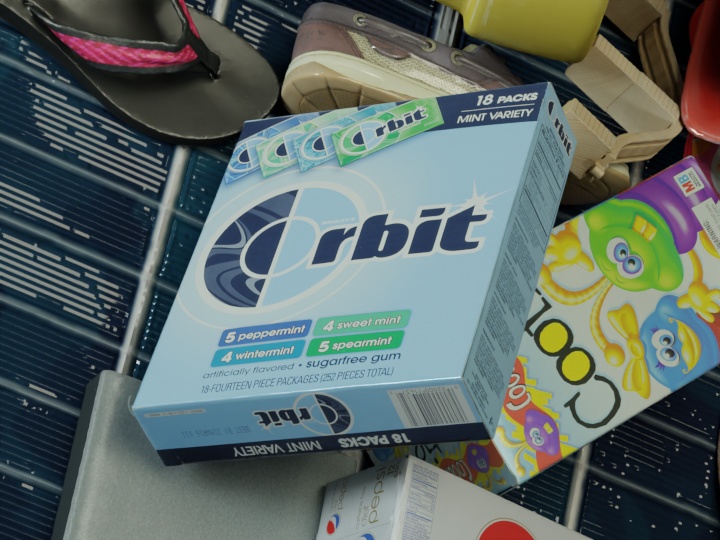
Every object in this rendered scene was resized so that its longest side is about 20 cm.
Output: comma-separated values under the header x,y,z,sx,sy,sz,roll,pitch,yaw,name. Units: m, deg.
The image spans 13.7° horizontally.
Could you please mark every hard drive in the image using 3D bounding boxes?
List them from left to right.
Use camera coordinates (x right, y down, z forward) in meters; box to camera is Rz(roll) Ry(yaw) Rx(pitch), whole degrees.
x,y,z,sx,sy,sz,roll,pitch,yaw,name
-0.083,0.161,1.413,0.139,0.033,0.200,21,61,-20,hard drive

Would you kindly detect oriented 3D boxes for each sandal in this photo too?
x,y,z,sx,sy,sz,roll,pitch,yaw,name
-0.126,-0.129,1.496,0.200,0.045,0.075,32,58,-15,sandal

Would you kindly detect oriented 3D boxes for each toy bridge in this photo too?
x,y,z,sx,sy,sz,roll,pitch,yaw,name
0.141,-0.094,1.594,0.067,0.027,0.200,42,30,-10,toy bridge

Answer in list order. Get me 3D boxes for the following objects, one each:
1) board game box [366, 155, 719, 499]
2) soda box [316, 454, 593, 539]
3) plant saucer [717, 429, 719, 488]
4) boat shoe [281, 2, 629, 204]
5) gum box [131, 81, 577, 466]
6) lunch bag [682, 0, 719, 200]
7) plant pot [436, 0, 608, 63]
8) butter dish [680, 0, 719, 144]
x,y,z,sx,sy,sz,roll,pitch,yaw,name
0.099,0.037,1.521,0.200,0.105,0.103,-28,85,-35,board game box
0.074,0.159,1.461,0.200,0.068,0.064,27,59,-30,soda box
0.282,0.083,1.567,0.034,0.200,0.201,38,53,-42,plant saucer
0.054,-0.089,1.567,0.200,0.072,0.065,17,64,-20,boat shoe
0.000,0.000,1.423,0.045,0.170,0.200,63,32,-37,gum box
0.258,-0.096,1.676,0.176,0.082,0.200,27,60,-18,lunch bag
0.047,-0.224,1.549,0.188,0.201,0.201,13,63,-1,plant pot
0.278,-0.163,1.562,0.199,0.148,0.200,12,61,14,butter dish
